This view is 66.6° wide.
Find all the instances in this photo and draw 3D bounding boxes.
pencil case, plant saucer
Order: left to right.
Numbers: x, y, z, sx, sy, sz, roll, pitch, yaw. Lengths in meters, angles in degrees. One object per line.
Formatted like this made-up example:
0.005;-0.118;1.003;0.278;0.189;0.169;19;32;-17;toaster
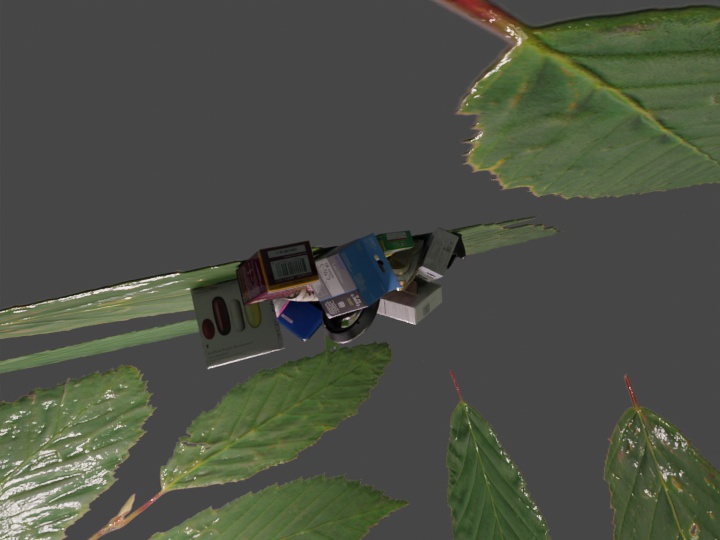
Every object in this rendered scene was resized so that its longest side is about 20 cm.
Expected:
-0.145;0.043;1.578;0.078;0.090;0.200;20;-171;31;pencil case
0.077;0.002;1.500;0.200;0.035;0.200;27;-172;-4;plant saucer

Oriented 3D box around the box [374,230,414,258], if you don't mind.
0.020;-0.045;1.340;0.200;0.049;0.117;-22;172;42;box

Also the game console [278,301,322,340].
-0.171;0.133;1.736;0.171;0.200;0.118;-49;148;-17;game console

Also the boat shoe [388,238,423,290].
0.114;-0.019;1.399;0.074;0.069;0.200;5;-152;21;boat shoe

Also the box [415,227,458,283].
0.194;-0.036;1.481;0.060;0.117;0.200;24;173;-1;box

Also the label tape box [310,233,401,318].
-0.026;0.016;1.265;0.200;0.145;0.063;-20;-167;41;label tape box

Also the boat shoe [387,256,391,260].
0.156;-0.048;1.728;0.199;0.073;0.063;-1;124;-46;boat shoe

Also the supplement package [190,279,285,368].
-0.316;0.131;1.429;0.190;0.201;0.147;-15;174;-6;supplement package

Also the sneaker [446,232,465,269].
0.220;-0.035;1.623;0.200;0.091;0.076;-28;162;29;sneaker

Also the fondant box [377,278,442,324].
0.115;0.075;1.577;0.199;0.059;0.144;15;-147;36;fondant box

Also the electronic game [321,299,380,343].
-0.026;0.086;1.374;0.199;0.201;0.042;-19;145;40;electronic game

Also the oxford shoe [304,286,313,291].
-0.100;0.017;1.520;0.070;0.075;0.200;-5;180;22;oxford shoe

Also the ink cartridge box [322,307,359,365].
-0.050;0.153;1.538;0.075;0.201;0.148;-5;180;11;ink cartridge box

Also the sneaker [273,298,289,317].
-0.258;0.067;1.627;0.082;0.088;0.200;-55;-169;3;sneaker

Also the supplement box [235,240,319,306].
-0.179;0.009;1.146;0.110;0.086;0.200;-12;174;-28;supplement box
